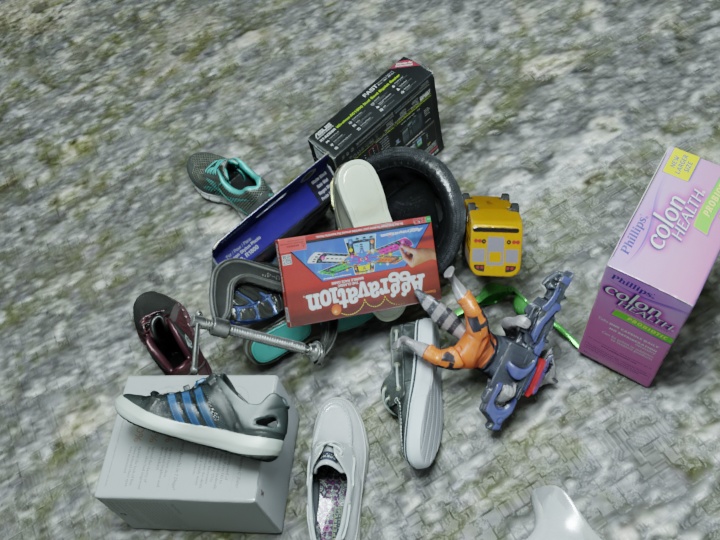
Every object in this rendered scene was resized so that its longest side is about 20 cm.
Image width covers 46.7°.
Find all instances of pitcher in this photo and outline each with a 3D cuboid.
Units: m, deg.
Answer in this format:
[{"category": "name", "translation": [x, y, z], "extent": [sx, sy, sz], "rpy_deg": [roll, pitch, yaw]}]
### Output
[{"category": "pitcher", "translation": [0.189, 0.343, 0.814], "extent": [0.170, 0.122, 0.200], "rpy_deg": [36, 58, 15]}]

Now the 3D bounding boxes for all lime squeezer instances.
[{"category": "lime squeezer", "translation": [0.188, 0.052, 1.054], "extent": [0.196, 0.038, 0.072], "rpy_deg": [9, 58, 18]}]

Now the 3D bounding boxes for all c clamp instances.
[{"category": "c clamp", "translation": [-0.111, 0.063, 0.993], "extent": [0.196, 0.027, 0.174], "rpy_deg": [12, 48, -26]}]

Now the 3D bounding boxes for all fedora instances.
[{"category": "fedora", "translation": [0.064, -0.069, 1.109], "extent": [0.197, 0.091, 0.206], "rpy_deg": [5, 100, 31]}]

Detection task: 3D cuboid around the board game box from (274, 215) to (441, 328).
[{"category": "board game box", "translation": [0.000, 0.000, 1.005], "extent": [0.196, 0.019, 0.106], "rpy_deg": [-10, 94, -18]}]

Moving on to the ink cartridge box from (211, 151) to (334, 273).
[{"category": "ink cartridge box", "translation": [-0.114, -0.054, 1.110], "extent": [0.199, 0.200, 0.041], "rpy_deg": [-41, 87, -14]}]

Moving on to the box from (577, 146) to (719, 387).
[{"category": "box", "translation": [0.339, 0.001, 0.946], "extent": [0.095, 0.201, 0.177], "rpy_deg": [26, 64, 20]}]

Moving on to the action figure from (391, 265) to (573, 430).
[{"category": "action figure", "translation": [0.160, 0.068, 0.980], "extent": [0.191, 0.105, 0.202], "rpy_deg": [32, 93, -13]}]

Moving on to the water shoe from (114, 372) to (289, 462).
[{"category": "water shoe", "translation": [-0.170, 0.150, 0.914], "extent": [0.195, 0.072, 0.081], "rpy_deg": [13, 76, 10]}]

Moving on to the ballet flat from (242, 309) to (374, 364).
[{"category": "ballet flat", "translation": [-0.066, 0.058, 1.099], "extent": [0.197, 0.069, 0.064], "rpy_deg": [-24, 23, -7]}]

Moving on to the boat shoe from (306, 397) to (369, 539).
[{"category": "boat shoe", "translation": [-0.033, 0.233, 0.962], "extent": [0.070, 0.069, 0.204], "rpy_deg": [-1, 56, 13]}]

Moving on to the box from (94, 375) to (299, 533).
[{"category": "box", "translation": [-0.187, 0.217, 0.988], "extent": [0.195, 0.107, 0.155], "rpy_deg": [-1, 55, 13]}]

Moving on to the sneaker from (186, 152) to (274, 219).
[{"category": "sneaker", "translation": [-0.193, -0.141, 1.247], "extent": [0.198, 0.092, 0.078], "rpy_deg": [31, 66, 30]}]

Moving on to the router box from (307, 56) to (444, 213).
[{"category": "router box", "translation": [0.027, -0.181, 1.184], "extent": [0.199, 0.151, 0.062], "rpy_deg": [-42, 56, -17]}]

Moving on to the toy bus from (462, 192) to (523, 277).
[{"category": "toy bus", "translation": [0.164, -0.051, 1.064], "extent": [0.063, 0.080, 0.200], "rpy_deg": [1, 12, 3]}]

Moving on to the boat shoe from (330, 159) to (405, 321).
[{"category": "boat shoe", "translation": [0.011, -0.038, 1.055], "extent": [0.071, 0.206, 0.060], "rpy_deg": [-18, 9, -16]}]

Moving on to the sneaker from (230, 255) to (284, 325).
[{"category": "sneaker", "translation": [-0.123, 0.028, 1.088], "extent": [0.076, 0.078, 0.199], "rpy_deg": [54, 37, 6]}]

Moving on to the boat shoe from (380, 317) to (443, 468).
[{"category": "boat shoe", "translation": [0.060, 0.149, 1.008], "extent": [0.069, 0.073, 0.203], "rpy_deg": [-9, 44, 18]}]

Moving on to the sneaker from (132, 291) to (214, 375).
[{"category": "sneaker", "translation": [-0.258, 0.074, 1.098], "extent": [0.075, 0.116, 0.200], "rpy_deg": [-35, 55, -12]}]
